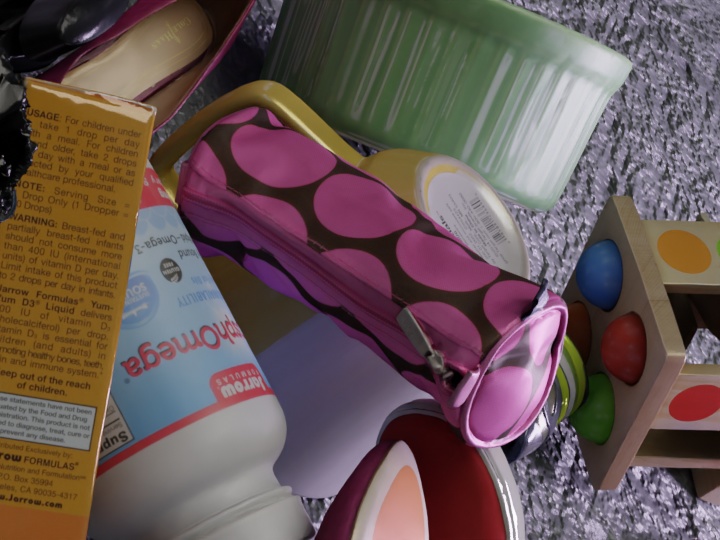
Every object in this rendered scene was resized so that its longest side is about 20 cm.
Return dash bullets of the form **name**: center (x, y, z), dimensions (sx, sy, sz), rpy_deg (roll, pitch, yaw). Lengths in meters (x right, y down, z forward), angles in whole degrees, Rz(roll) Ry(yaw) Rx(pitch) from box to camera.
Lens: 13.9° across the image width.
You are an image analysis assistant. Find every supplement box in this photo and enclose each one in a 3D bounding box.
- **supplement box**: center (-0.139, 0.022, 1.260), dimensions (0.069, 0.067, 0.201), rpy_deg (9, 87, -20)

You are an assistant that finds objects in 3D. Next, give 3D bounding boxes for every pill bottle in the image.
- **pill bottle**: center (-0.102, 0.053, 1.350), dimensions (0.109, 0.109, 0.200), rpy_deg (-15, 73, -58)

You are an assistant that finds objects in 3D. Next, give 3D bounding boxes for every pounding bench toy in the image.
- **pounding bench toy**: center (0.186, 0.068, 1.744), dimensions (0.156, 0.200, 0.124), rpy_deg (1, 48, -19)

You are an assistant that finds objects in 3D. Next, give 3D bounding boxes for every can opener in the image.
- **can opener**: center (-0.193, -0.111, 1.429), dimensions (0.200, 0.079, 0.064), rpy_deg (-37, 100, -51)

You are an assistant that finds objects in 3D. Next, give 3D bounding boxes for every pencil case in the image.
- **pencil case**: center (0.000, 0.000, 1.366), dimensions (0.200, 0.091, 0.094), rpy_deg (32, 31, 26)

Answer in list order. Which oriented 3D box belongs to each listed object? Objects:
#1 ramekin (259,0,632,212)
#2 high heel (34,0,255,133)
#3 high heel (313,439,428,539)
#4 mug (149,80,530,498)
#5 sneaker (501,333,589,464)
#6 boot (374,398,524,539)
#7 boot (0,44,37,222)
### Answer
- **ramekin**: center (0.040, -0.107, 1.635), dimensions (0.200, 0.098, 0.200), rpy_deg (22, 2, -1)
- **high heel**: center (-0.115, -0.097, 1.488), dimensions (0.067, 0.096, 0.200), rpy_deg (48, 31, -16)
- **high heel**: center (-0.032, 0.163, 1.311), dimensions (0.067, 0.096, 0.200), rpy_deg (47, 47, -43)
- **mug**: center (-0.010, 0.008, 1.482), dimensions (0.186, 0.153, 0.150), rpy_deg (30, 39, -36)
- **sneaker**: center (0.048, 0.023, 1.634), dimensions (0.200, 0.074, 0.081), rpy_deg (47, 35, -11)
- **boot**: center (0.021, 0.171, 1.372), dimensions (0.144, 0.072, 0.201), rpy_deg (-46, 138, -57)
- **boot**: center (-0.210, -0.067, 1.250), dimensions (0.076, 0.168, 0.201), rpy_deg (18, 46, -38)
